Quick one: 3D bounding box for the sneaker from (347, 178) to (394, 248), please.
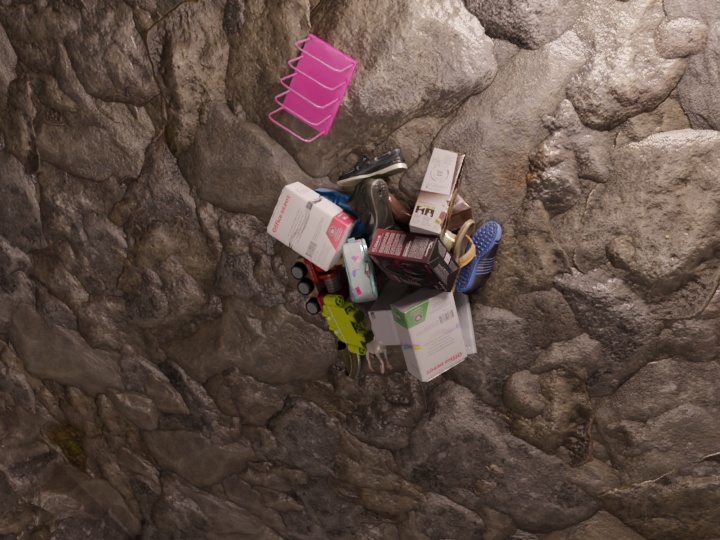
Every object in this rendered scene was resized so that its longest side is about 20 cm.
[{"bbox_3d":[0.027,-0.136,1.527,0.113,0.075,0.204,20,125,55],"label":"sneaker"}]

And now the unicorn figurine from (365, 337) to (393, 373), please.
[{"bbox_3d":[0.052,0.223,1.735,0.198,0.073,0.140,-14,96,50],"label":"unicorn figurine"}]

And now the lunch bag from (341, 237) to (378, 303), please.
[{"bbox_3d":[0.000,0.000,1.543,0.075,0.200,0.164,-10,86,-1],"label":"lunch bag"}]

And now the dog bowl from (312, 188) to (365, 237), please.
[{"bbox_3d":[-0.066,-0.162,1.619,0.196,0.050,0.114,14,120,13],"label":"dog bowl"}]

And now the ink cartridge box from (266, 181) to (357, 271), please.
[{"bbox_3d":[-0.129,-0.118,1.573,0.198,0.084,0.147,32,116,9],"label":"ink cartridge box"}]

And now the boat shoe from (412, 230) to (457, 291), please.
[{"bbox_3d":[0.183,-0.026,1.551,0.062,0.073,0.202,35,122,7],"label":"boat shoe"}]

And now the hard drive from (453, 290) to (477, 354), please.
[{"bbox_3d":[0.232,0.128,1.614,0.137,0.033,0.205,-9,87,16],"label":"hard drive"}]

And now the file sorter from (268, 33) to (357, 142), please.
[{"bbox_3d":[-0.122,-0.437,1.451,0.137,0.126,0.202,31,123,3],"label":"file sorter"}]

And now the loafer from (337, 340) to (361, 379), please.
[{"bbox_3d":[-0.040,0.233,1.793,0.068,0.075,0.205,-8,110,-19],"label":"loafer"}]

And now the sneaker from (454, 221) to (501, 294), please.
[{"bbox_3d":[0.313,-0.029,1.541,0.070,0.077,0.203,42,112,42],"label":"sneaker"}]

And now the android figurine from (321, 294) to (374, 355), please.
[{"bbox_3d":[-0.042,0.142,1.611,0.198,0.041,0.185,5,125,57],"label":"android figurine"}]

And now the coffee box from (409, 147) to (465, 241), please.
[{"bbox_3d":[0.184,-0.171,1.422,0.078,0.113,0.204,16,78,13],"label":"coffee box"}]

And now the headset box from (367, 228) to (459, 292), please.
[{"bbox_3d":[0.121,-0.026,1.453,0.197,0.076,0.149,11,157,37],"label":"headset box"}]

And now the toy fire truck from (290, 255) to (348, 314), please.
[{"bbox_3d":[-0.068,0.019,1.687,0.197,0.129,0.179,-6,115,34],"label":"toy fire truck"}]

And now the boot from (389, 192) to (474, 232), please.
[{"bbox_3d":[0.176,-0.160,1.522,0.198,0.065,0.188,-25,114,30],"label":"boot"}]

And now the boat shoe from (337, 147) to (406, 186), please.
[{"bbox_3d":[0.024,-0.265,1.524,0.196,0.074,0.068,-12,84,34],"label":"boat shoe"}]

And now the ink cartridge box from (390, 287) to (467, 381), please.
[{"bbox_3d":[0.173,0.154,1.503,0.087,0.143,0.204,24,135,62],"label":"ink cartridge box"}]

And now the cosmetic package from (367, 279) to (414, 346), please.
[{"bbox_3d":[0.098,0.105,1.607,0.088,0.201,0.109,-7,115,24],"label":"cosmetic package"}]

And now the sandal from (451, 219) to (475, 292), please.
[{"bbox_3d":[0.257,-0.029,1.494,0.053,0.080,0.204,20,108,22],"label":"sandal"}]
